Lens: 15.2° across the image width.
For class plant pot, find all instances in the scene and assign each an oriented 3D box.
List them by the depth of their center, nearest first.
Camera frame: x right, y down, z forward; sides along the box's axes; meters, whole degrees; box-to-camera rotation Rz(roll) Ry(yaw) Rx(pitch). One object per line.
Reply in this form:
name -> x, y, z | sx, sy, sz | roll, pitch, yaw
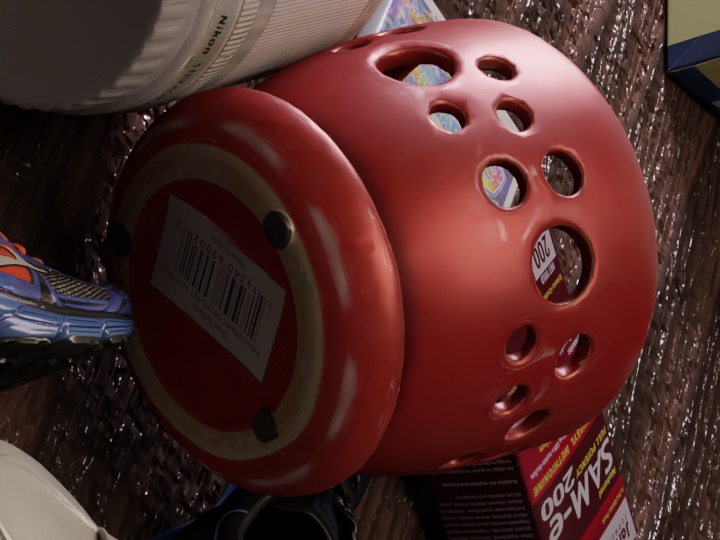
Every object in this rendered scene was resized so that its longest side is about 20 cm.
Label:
plant pot -> 0.000, 0.000, 1.193 | 0.182, 0.200, 0.201 | -17, 91, -40

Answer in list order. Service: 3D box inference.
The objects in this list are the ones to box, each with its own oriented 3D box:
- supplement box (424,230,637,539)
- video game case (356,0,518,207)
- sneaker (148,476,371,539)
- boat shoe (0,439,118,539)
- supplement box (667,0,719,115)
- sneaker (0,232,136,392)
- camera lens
supplement box -> 0.079, 0.081, 1.415 | 0.109, 0.061, 0.200 | -48, 127, -53
video game case -> 0.029, -0.051, 1.458 | 0.143, 0.018, 0.200 | 54, 38, -29
sneaker -> -0.028, 0.113, 1.246 | 0.200, 0.078, 0.070 | -43, 114, -54
boat shoe -> -0.103, 0.141, 1.131 | 0.200, 0.067, 0.074 | 55, 37, -28
supplement box -> 0.320, -0.213, 1.798 | 0.134, 0.200, 0.200 | 32, 53, -46
sneaker -> -0.163, 0.001, 1.096 | 0.200, 0.075, 0.079 | 15, 62, -56
camera lens -> -0.087, -0.156, 1.192 | 0.200, 0.160, 0.160 | -21, 95, -58
